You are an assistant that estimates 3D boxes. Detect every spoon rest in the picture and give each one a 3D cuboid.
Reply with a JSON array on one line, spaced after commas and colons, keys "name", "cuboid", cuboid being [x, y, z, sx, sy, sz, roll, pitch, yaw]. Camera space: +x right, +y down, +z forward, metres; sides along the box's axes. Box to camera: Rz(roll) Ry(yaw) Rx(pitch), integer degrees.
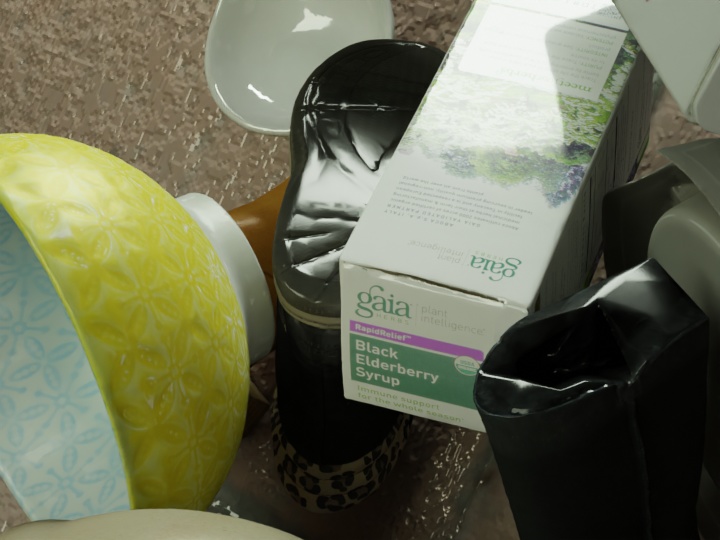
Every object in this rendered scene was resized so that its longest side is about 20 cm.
[{"name": "spoon rest", "cuboid": [-0.027, -0.156, 1.254, 0.099, 0.061, 0.200, -5, 60, 19]}]

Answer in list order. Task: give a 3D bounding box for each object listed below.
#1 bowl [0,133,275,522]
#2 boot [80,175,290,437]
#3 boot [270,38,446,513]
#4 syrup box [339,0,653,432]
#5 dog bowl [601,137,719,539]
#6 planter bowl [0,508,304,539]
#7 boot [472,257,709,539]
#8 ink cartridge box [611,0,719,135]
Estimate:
[{"name": "bowl", "cuboid": [-0.102, 0.022, 1.073, 0.200, 0.108, 0.200, 45, 149, 38]}, {"name": "boot", "cuboid": [-0.066, -0.006, 1.202, 0.071, 0.144, 0.201, 40, 101, 40]}, {"name": "boot", "cuboid": [0.000, 0.000, 1.159, 0.073, 0.151, 0.200, 6, 41, 5]}, {"name": "syrup box", "cuboid": [0.060, -0.030, 1.041, 0.079, 0.081, 0.200, 13, 47, 14]}, {"name": "dog bowl", "cuboid": [0.162, 0.037, 0.982, 0.059, 0.200, 0.200, -18, 55, -12]}, {"name": "planter bowl", "cuboid": [-0.044, 0.176, 0.935, 0.135, 0.200, 0.200, -16, 64, 14]}, {"name": "boot", "cuboid": [0.070, 0.107, 0.977, 0.165, 0.200, 0.066, -40, 59, -22]}, {"name": "ink cartridge box", "cuboid": [0.177, -0.117, 0.990, 0.085, 0.144, 0.200, -64, 23, 26]}]
